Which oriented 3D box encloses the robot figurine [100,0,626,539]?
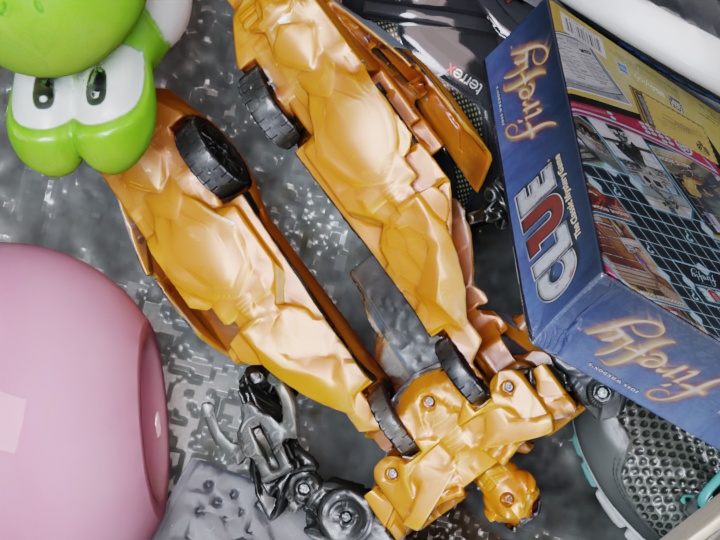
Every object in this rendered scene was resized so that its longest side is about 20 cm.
[{"bbox_3d":[0.000,0.000,0.763,0.145,0.058,0.200,-37,86,14],"label":"robot figurine"}]

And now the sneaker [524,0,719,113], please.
[{"bbox_3d":[0.076,-0.144,0.759,0.199,0.073,0.112,29,87,-16],"label":"sneaker"}]

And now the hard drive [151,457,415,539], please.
[{"bbox_3d":[-0.037,0.179,0.775,0.134,0.042,0.201,20,78,-1],"label":"hard drive"}]

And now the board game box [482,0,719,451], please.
[{"bbox_3d":[0.130,0.009,0.741,0.199,0.035,0.136,30,33,-27],"label":"board game box"}]

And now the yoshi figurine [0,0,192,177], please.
[{"bbox_3d":[-0.088,-0.133,0.711,0.112,0.112,0.201,17,63,-42],"label":"yoshi figurine"}]

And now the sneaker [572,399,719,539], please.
[{"bbox_3d":[0.159,0.095,0.780,0.200,0.091,0.078,41,78,4],"label":"sneaker"}]

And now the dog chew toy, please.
[{"bbox_3d":[-0.166,0.057,0.753,0.199,0.125,0.125,-5,80,2],"label":"dog chew toy"}]

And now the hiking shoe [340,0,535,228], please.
[{"bbox_3d":[0.003,-0.102,0.814,0.100,0.076,0.201,-28,83,-12],"label":"hiking shoe"}]

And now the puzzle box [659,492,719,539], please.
[{"bbox_3d":[0.086,0.179,0.732,0.200,0.025,0.133,-39,91,3],"label":"puzzle box"}]
